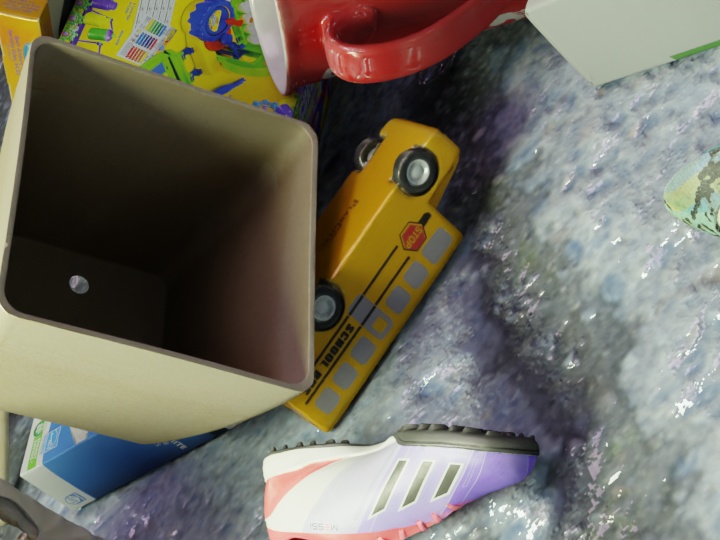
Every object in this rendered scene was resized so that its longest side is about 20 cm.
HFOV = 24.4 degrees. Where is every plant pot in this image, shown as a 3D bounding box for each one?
[{"bbox_3d":[-0.155,0.006,1.072,0.177,0.198,0.201,-45,36,47],"label":"plant pot"}]

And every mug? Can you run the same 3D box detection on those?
[{"bbox_3d":[0.031,-0.193,1.165,0.198,0.134,0.179,-15,66,-10],"label":"mug"}]

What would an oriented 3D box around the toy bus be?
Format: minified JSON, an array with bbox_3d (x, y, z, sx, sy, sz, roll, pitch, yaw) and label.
[{"bbox_3d":[0.000,0.000,1.098,0.201,0.078,0.065,-55,30,-7],"label":"toy bus"}]

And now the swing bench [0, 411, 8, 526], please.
[{"bbox_3d":[-0.381,0.131,1.406,0.198,0.130,0.201,-28,37,33],"label":"swing bench"}]

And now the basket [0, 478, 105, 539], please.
[{"bbox_3d":[-0.233,0.234,1.043,0.162,0.198,0.200,-58,32,-5],"label":"basket"}]

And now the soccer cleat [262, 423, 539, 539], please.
[{"bbox_3d":[0.022,0.131,0.960,0.199,0.068,0.074,-13,70,40],"label":"soccer cleat"}]

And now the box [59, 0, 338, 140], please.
[{"bbox_3d":[-0.125,-0.146,1.282,0.191,0.122,0.201,11,55,7],"label":"box"}]

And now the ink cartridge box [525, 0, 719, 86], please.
[{"bbox_3d":[0.205,-0.236,1.077,0.144,0.084,0.201,-15,46,44],"label":"ink cartridge box"}]

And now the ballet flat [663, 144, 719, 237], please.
[{"bbox_3d":[0.239,-0.044,0.847,0.199,0.074,0.075,-23,40,40],"label":"ballet flat"}]

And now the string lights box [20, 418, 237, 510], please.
[{"bbox_3d":[-0.156,0.089,1.224,0.199,0.059,0.103,-30,37,31],"label":"string lights box"}]

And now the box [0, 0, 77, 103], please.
[{"bbox_3d":[-0.225,-0.222,1.297,0.041,0.120,0.201,13,53,8],"label":"box"}]
